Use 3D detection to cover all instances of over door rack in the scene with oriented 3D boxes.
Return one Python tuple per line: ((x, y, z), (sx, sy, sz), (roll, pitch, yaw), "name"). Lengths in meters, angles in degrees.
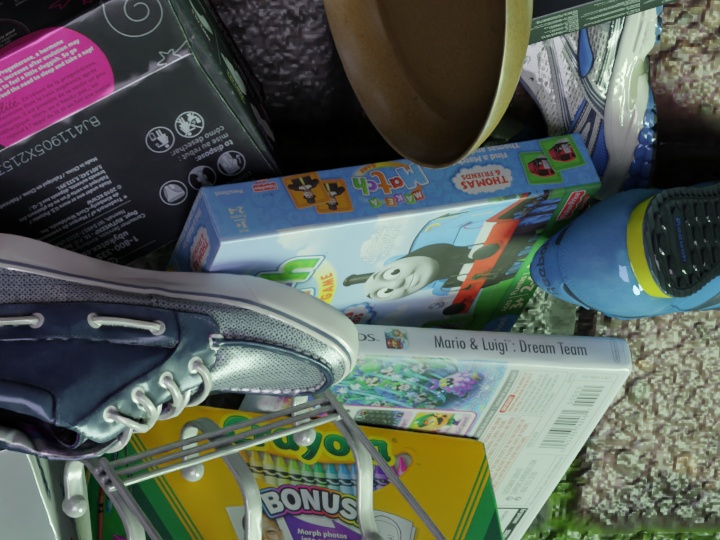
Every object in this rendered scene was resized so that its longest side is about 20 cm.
((-0.024, 0.140, 1.338), (0.147, 0.200, 0.067), (-16, 133, -36), "over door rack")

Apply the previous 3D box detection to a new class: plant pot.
((0.030, -0.147, 1.352), (0.027, 0.200, 0.201), (-10, 121, -23), "plant pot")

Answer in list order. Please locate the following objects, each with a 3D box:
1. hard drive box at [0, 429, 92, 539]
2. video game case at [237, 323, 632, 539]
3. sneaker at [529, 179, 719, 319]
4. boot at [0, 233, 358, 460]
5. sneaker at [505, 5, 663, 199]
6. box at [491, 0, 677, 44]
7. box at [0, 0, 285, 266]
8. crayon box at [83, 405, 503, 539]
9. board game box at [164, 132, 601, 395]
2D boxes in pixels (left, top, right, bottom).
((-0.179, 0.105, 1.453), (0.077, 0.200, 0.156), (-15, 120, 1), "hard drive box")
((0.020, 0.092, 1.513), (0.181, 0.024, 0.200), (4, 144, -18), "video game case")
((0.154, -0.009, 1.478), (0.078, 0.200, 0.066), (-12, 84, 33), "sneaker")
((-0.099, 0.049, 1.344), (0.199, 0.091, 0.073), (10, 145, -12), "boot")
((0.102, -0.121, 1.439), (0.085, 0.077, 0.201), (-1, 117, 0), "sneaker")
((0.137, -0.206, 1.361), (0.199, 0.044, 0.161), (-17, 79, 2), "box")
((-0.155, -0.068, 1.411), (0.200, 0.115, 0.132), (-27, 120, 7), "box")
((-0.029, 0.135, 1.437), (0.199, 0.119, 0.058), (8, 142, -24), "crayon box")
((0.000, 0.000, 1.441), (0.199, 0.037, 0.151), (-8, 151, -24), "board game box")
